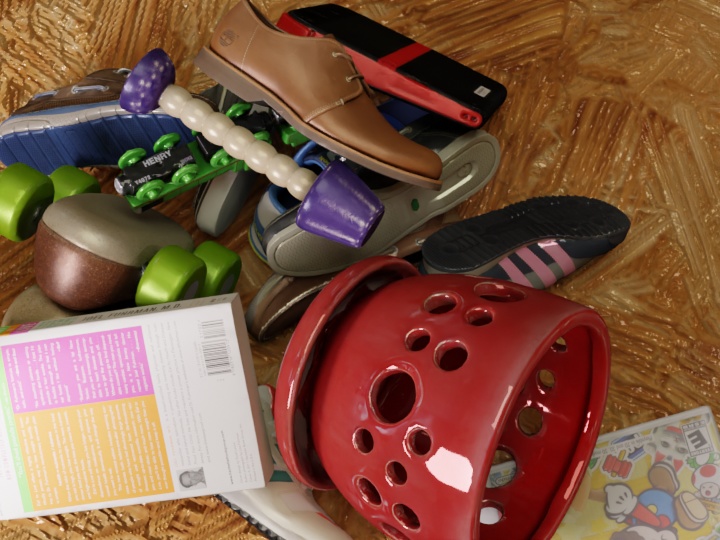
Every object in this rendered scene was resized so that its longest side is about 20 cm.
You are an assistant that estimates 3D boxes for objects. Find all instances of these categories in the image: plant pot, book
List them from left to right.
[{"bbox_3d":[-0.171,0.095,0.937,0.199,0.048,0.135,-7,103,10],"label":"book"},{"bbox_3d":[0.055,0.094,0.939,0.182,0.201,0.201,21,67,32],"label":"plant pot"}]

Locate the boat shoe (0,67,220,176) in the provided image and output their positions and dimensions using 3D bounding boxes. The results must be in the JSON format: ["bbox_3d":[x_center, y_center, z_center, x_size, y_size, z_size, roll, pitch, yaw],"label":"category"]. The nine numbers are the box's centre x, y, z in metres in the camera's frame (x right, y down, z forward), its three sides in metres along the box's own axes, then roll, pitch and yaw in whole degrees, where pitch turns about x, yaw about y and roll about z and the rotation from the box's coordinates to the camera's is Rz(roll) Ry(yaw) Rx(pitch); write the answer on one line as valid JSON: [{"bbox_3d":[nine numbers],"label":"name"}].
[{"bbox_3d":[-0.197,-0.126,1.068,0.199,0.072,0.073,-1,51,18],"label":"boat shoe"}]

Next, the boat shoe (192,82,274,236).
[{"bbox_3d":[-0.107,-0.119,1.100,0.063,0.071,0.201,17,62,3],"label":"boat shoe"}]

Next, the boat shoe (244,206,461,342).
[{"bbox_3d":[0.000,0.000,1.056,0.199,0.076,0.072,-34,77,-13],"label":"boat shoe"}]

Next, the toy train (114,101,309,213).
[{"bbox_3d":[-0.094,-0.096,1.007,0.199,0.056,0.042,-27,73,-20],"label":"toy train"}]

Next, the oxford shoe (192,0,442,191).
[{"bbox_3d":[-0.019,-0.124,0.947,0.199,0.071,0.072,33,97,2],"label":"oxford shoe"}]

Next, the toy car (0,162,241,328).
[{"bbox_3d":[-0.214,0.043,1.018,0.164,0.158,0.201,28,99,11],"label":"toy car"}]

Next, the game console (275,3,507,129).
[{"bbox_3d":[0.027,-0.162,1.067,0.176,0.200,0.031,27,107,4],"label":"game console"}]

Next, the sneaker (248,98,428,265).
[{"bbox_3d":[-0.005,-0.082,1.081,0.074,0.082,0.200,43,72,14],"label":"sneaker"}]

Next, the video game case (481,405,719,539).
[{"bbox_3d":[0.180,0.208,0.961,0.199,0.023,0.183,-18,60,12],"label":"video game case"}]

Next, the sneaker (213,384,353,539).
[{"bbox_3d":[-0.074,0.137,1.000,0.199,0.070,0.094,33,77,12],"label":"sneaker"}]

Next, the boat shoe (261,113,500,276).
[{"bbox_3d":[0.008,-0.060,1.017,0.199,0.072,0.068,-30,52,-16],"label":"boat shoe"}]

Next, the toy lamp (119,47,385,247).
[{"bbox_3d":[-0.073,-0.084,0.942,0.199,0.058,0.058,35,71,6],"label":"toy lamp"}]

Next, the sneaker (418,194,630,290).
[{"bbox_3d":[0.128,-0.005,1.076,0.199,0.082,0.070,-14,38,-27],"label":"sneaker"}]
